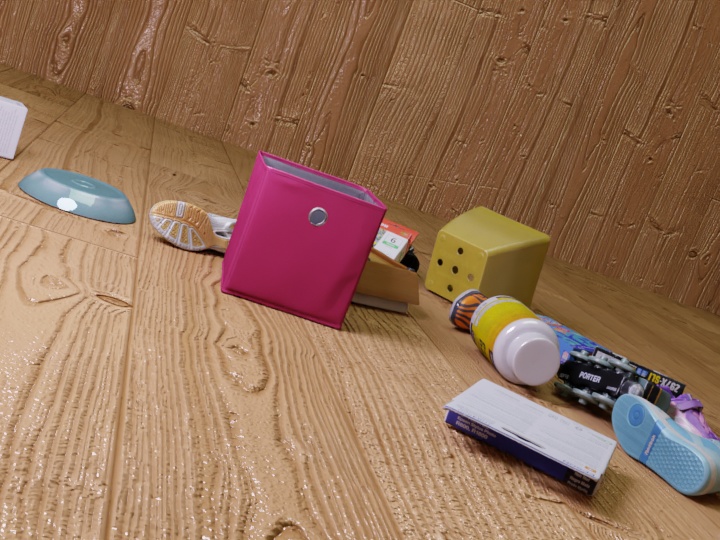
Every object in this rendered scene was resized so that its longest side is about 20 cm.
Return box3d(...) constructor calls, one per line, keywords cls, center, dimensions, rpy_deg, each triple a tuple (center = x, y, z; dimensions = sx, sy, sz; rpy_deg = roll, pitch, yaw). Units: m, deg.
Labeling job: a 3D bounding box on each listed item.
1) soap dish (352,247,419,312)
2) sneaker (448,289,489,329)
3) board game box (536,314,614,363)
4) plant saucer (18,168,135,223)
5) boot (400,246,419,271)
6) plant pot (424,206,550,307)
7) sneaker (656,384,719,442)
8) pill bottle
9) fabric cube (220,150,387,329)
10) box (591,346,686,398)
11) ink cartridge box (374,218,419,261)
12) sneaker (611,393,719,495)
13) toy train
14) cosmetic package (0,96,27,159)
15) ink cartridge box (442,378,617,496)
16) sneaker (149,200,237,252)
box3d(cls="soap dish", center=(0.000, 0.000, 1.696), dimensions=(0.157, 0.081, 0.200), rpy_deg=(13, 11, -36))
box3d(cls="sneaker", center=(0.257, 0.093, 1.733), dimensions=(0.112, 0.078, 0.200), rpy_deg=(28, 12, 40))
box3d(cls="board game box", center=(0.389, 0.139, 1.849), dimensions=(0.152, 0.045, 0.200), rpy_deg=(12, 13, -40))
box3d(cls="plant saucer", center=(-0.473, -0.132, 1.572), dimensions=(0.200, 0.036, 0.200), rpy_deg=(21, 10, -4))
box3d(cls="boot", center=(0.041, -0.059, 2.112), dimensions=(0.198, 0.073, 0.162), rpy_deg=(25, 11, -17))
box3d(cls="plant pot", center=(0.254, -0.008, 1.991), dimensions=(0.200, 0.200, 0.176), rpy_deg=(29, 25, 37))
box3d(cls="sneaker", center=(0.506, 0.240, 1.433), dimensions=(0.080, 0.089, 0.200), rpy_deg=(15, 13, -36))
box3d(cls="pill bottle", center=(0.255, 0.117, 1.514), dimensions=(0.109, 0.109, 0.200), rpy_deg=(19, 10, -13))
box3d(cls="fabric cube", center=(-0.096, -0.052, 1.446), dimensions=(0.196, 0.200, 0.200), rpy_deg=(19, 10, -13))
box3d(cls="box", center=(0.480, 0.191, 1.640), dimensions=(0.159, 0.049, 0.200), rpy_deg=(22, -3, 14))
box3d(cls="ink cartridge box", center=(0.045, -0.063, 1.950), dimensions=(0.109, 0.050, 0.200), rpy_deg=(23, 42, 13))
box3d(cls="sneaker", center=(0.454, 0.250, 1.312), dimensions=(0.130, 0.080, 0.200), rpy_deg=(13, 22, -30))
box3d(cls="toy train", center=(0.394, 0.188, 1.469), dimensions=(0.114, 0.085, 0.200), rpy_deg=(31, -8, -19))
box3d(cls="cosmetic package", center=(-0.717, -0.280, 1.670), dimensions=(0.200, 0.102, 0.071), rpy_deg=(15, 11, -33))
box3d(cls="ink cartridge box", center=(0.208, 0.206, 1.144), dimensions=(0.199, 0.041, 0.200), rpy_deg=(25, 11, 19))
box3d(cls="sneaker", center=(-0.274, -0.066, 1.575), dimensions=(0.200, 0.076, 0.088), rpy_deg=(18, -5, -35))
